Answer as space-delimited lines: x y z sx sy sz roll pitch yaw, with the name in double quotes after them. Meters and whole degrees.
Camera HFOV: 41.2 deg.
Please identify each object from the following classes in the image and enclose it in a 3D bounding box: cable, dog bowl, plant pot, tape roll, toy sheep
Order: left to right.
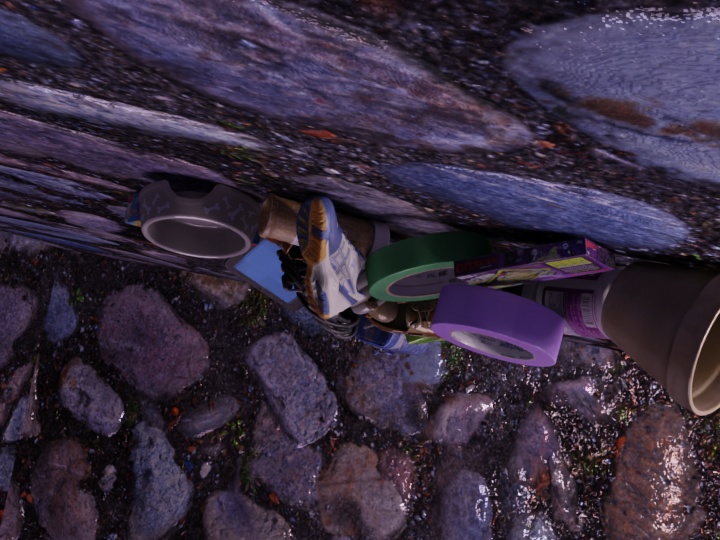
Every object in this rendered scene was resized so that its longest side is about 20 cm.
-0.256 -0.076 1.517 0.197 0.059 0.200 4 161 2 "dog bowl"
-0.076 0.041 1.660 0.200 0.051 0.163 37 -170 -39 "cable"
0.000 0.000 1.605 0.137 0.201 0.138 -29 -171 5 "toy sheep"
0.107 -0.003 1.465 0.198 0.049 0.201 -9 163 -3 "tape roll"
0.211 0.086 1.476 0.198 0.066 0.200 16 166 4 "tape roll"
0.437 0.072 1.327 0.173 0.202 0.199 28 -173 40 "plant pot"

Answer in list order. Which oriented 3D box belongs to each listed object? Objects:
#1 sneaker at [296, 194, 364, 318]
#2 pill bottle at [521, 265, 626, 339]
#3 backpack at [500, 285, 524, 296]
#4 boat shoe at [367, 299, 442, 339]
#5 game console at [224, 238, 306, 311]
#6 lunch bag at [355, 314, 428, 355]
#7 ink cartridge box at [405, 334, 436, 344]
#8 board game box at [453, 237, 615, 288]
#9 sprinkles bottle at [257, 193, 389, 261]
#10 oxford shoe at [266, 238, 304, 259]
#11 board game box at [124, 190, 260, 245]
-0.039 -0.029 1.417 0.087 0.202 0.075 -21 -141 -24 "sneaker"
0.349 0.047 1.510 0.111 0.114 0.199 14 174 -32 "pill bottle"
0.244 0.053 1.686 0.126 0.168 0.200 34 169 -22 "backpack"
0.102 0.083 1.652 0.198 0.077 0.074 -4 177 30 "boat shoe"
-0.124 0.009 1.781 0.199 0.119 0.170 35 175 -34 "game console"
0.066 0.078 1.957 0.132 0.202 0.135 19 176 -42 "lunch bag"
0.136 0.055 1.793 0.075 0.150 0.199 -19 170 23 "ink cartridge box"
0.245 -0.007 1.353 0.198 0.033 0.120 -10 160 32 "board game box"
-0.055 -0.061 1.464 0.198 0.069 0.068 13 174 -22 "sprinkles bottle"
-0.113 -0.054 1.581 0.071 0.072 0.199 36 164 -28 "oxford shoe"
-0.301 -0.093 1.721 0.198 0.057 0.195 14 174 -27 "board game box"
